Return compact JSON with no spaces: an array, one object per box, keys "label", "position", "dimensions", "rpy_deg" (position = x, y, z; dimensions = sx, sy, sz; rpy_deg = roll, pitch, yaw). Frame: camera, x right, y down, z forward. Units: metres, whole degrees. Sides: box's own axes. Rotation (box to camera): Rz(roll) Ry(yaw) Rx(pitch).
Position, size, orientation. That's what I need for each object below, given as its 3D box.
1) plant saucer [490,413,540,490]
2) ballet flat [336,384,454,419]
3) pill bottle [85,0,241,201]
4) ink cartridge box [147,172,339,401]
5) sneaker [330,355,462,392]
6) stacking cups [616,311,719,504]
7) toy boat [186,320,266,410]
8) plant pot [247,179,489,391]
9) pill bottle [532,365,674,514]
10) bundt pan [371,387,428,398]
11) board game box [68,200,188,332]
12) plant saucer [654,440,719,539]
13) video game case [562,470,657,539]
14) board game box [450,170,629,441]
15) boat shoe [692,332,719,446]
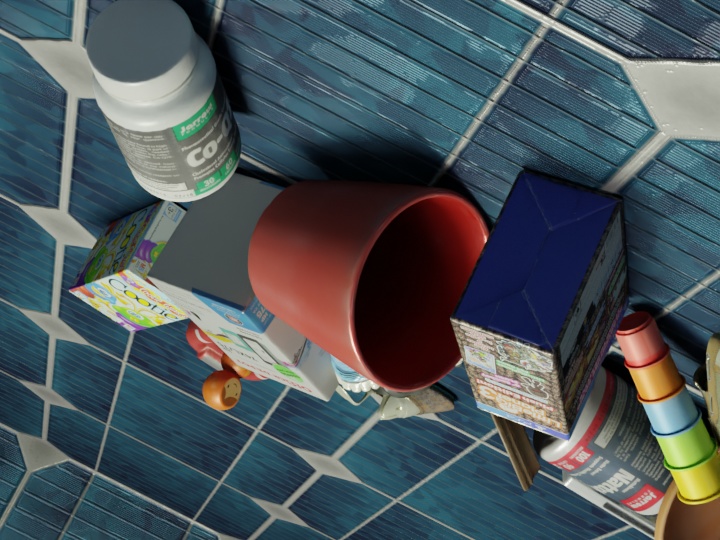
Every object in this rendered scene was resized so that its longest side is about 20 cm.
[{"label":"plant saucer","position":[0.152,0.143,1.708],"dimensions":[0.029,0.200,0.200],"rpy_deg":[-22,147,4]},{"label":"ballet flat","position":[0.022,0.149,1.977],"dimensions":[0.200,0.067,0.068],"rpy_deg":[28,159,-4]},{"label":"pill bottle","position":[-0.180,-0.156,1.431],"dimensions":[0.113,0.113,0.200],"rpy_deg":[20,159,16]},{"label":"ink cartridge box","position":[-0.093,0.016,1.672],"dimensions":[0.147,0.146,0.200],"rpy_deg":[18,159,37]},{"label":"sneaker","position":[0.054,0.057,1.622],"dimensions":[0.200,0.078,0.090],"rpy_deg":[-22,120,11]},{"label":"stacking cups","position":[0.304,0.135,1.537],"dimensions":[0.060,0.060,0.200],"rpy_deg":[-1,123,50]},{"label":"toy boat","position":[-0.161,0.121,2.034],"dimensions":[0.130,0.131,0.200],"rpy_deg":[34,158,-20]},{"label":"plant pot","position":[0.000,0.000,1.508],"dimensions":[0.177,0.201,0.200],"rpy_deg":[18,159,42]},{"label":"pill bottle","position":[0.299,0.195,1.694],"dimensions":[0.200,0.120,0.120],"rpy_deg":[30,159,-11]},{"label":"bundt pan","position":[0.009,0.084,1.831],"dimensions":[0.202,0.076,0.202],"rpy_deg":[22,159,9]},{"label":"board game box","position":[-0.255,-0.003,1.889],"dimensions":[0.103,0.105,0.200],"rpy_deg":[35,157,-21]},{"label":"plant saucer","position":[0.395,0.262,1.657],"dimensions":[0.200,0.200,0.037],"rpy_deg":[37,180,-26]},{"label":"video game case","position":[0.313,0.242,1.788],"dimensions":[0.200,0.143,0.018],"rpy_deg":[32,119,-14]},{"label":"board game box","position":[0.168,0.035,1.414],"dimensions":[0.097,0.160,0.200],"rpy_deg":[19,158,20]},{"label":"boat shoe","position":[0.362,0.116,1.529],"dimensions":[0.076,0.072,0.200],"rpy_deg":[33,156,25]}]
